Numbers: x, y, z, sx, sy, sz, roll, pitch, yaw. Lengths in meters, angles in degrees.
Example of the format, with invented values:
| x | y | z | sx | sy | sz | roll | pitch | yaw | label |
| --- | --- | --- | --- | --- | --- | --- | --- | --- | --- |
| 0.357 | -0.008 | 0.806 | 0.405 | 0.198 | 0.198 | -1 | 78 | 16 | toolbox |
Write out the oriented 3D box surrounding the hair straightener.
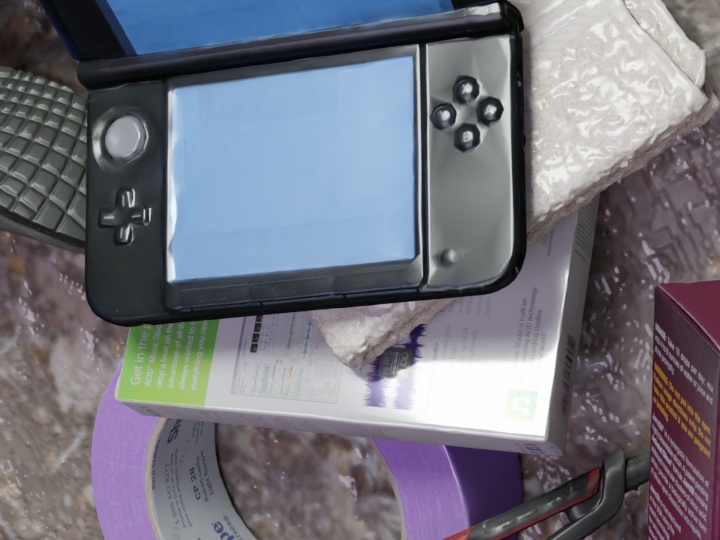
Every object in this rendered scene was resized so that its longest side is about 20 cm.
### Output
| x | y | z | sx | sy | sz | roll | pitch | yaw | label |
| --- | --- | --- | --- | --- | --- | --- | --- | --- | --- |
| 0.071 | 0.142 | 1.037 | 0.199 | 0.041 | 0.077 | -26 | 86 | -10 | hair straightener |

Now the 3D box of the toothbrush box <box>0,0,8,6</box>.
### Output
| x | y | z | sx | sy | sz | roll | pitch | yaw | label |
| --- | --- | --- | --- | --- | --- | --- | --- | --- | --- |
| -0.213 | -0.185 | 1.104 | 0.200 | 0.085 | 0.147 | -31 | 91 | 31 | toothbrush box |

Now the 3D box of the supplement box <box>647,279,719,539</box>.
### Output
| x | y | z | sx | sy | sz | roll | pitch | yaw | label |
| --- | --- | --- | --- | --- | --- | --- | --- | --- | --- |
| 0.181 | 0.106 | 0.974 | 0.110 | 0.086 | 0.201 | -4 | 110 | -10 | supplement box |

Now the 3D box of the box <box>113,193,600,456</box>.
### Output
| x | y | z | sx | sy | sz | roll | pitch | yaw | label |
| --- | --- | --- | --- | --- | --- | --- | --- | --- | --- |
| 0.000 | 0.000 | 1.034 | 0.199 | 0.036 | 0.145 | 5 | 74 | 19 | box |

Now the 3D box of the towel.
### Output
| x | y | z | sx | sy | sz | roll | pitch | yaw | label |
| --- | --- | --- | --- | --- | --- | --- | --- | --- | --- |
| 0.040 | -0.064 | 0.991 | 0.200 | 0.034 | 0.133 | -37 | 66 | 12 | towel |

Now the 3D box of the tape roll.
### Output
| x | y | z | sx | sy | sz | roll | pitch | yaw | label |
| --- | --- | --- | --- | --- | --- | --- | --- | --- | --- |
| -0.027 | 0.101 | 1.120 | 0.199 | 0.066 | 0.201 | 9 | 111 | 24 | tape roll |

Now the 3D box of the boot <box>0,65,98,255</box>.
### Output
| x | y | z | sx | sy | sz | roll | pitch | yaw | label |
| --- | --- | --- | --- | --- | --- | --- | --- | --- | --- |
| -0.187 | -0.040 | 1.094 | 0.199 | 0.068 | 0.131 | 22 | 151 | 5 | boot |

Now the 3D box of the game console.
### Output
| x | y | z | sx | sy | sz | roll | pitch | yaw | label |
| --- | --- | --- | --- | --- | --- | --- | --- | --- | --- |
| -0.045 | -0.076 | 0.948 | 0.199 | 0.118 | 0.171 | -6 | 77 | 24 | game console |
